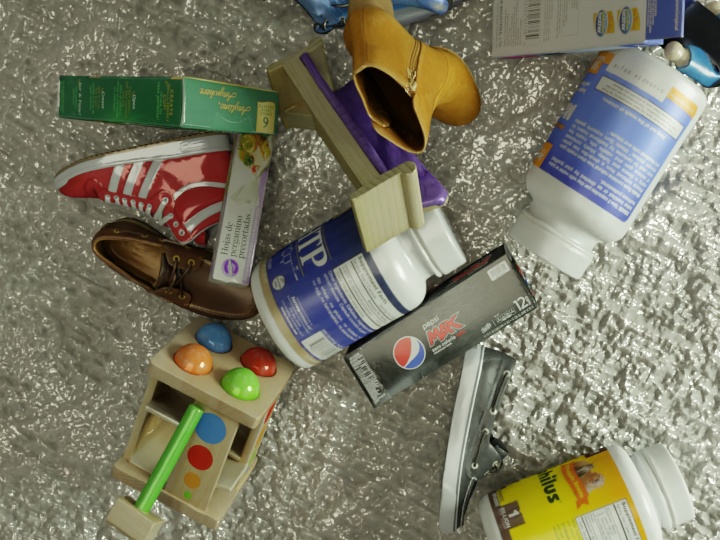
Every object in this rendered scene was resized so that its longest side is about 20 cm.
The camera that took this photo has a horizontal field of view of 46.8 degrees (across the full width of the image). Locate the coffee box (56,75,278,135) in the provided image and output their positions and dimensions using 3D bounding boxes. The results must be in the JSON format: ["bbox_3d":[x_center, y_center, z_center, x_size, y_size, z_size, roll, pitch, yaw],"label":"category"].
[{"bbox_3d":[-0.185,-0.159,0.798,0.197,0.122,0.045,12,100,40],"label":"coffee box"}]

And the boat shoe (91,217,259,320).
[{"bbox_3d":[-0.197,0.005,0.892,0.196,0.068,0.073,23,101,5],"label":"boat shoe"}]

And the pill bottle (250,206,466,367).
[{"bbox_3d":[0.000,0.000,0.834,0.197,0.120,0.121,-30,93,11],"label":"pill bottle"}]

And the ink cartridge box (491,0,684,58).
[{"bbox_3d":[0.202,-0.256,0.736,0.198,0.041,0.123,10,104,50],"label":"ink cartridge box"}]

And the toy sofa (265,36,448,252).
[{"bbox_3d":[-0.003,-0.127,0.780,0.096,0.083,0.202,-28,57,-7],"label":"toy sofa"}]

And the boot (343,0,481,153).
[{"bbox_3d":[0.051,-0.154,0.753,0.070,0.146,0.200,-27,135,28],"label":"boot"}]

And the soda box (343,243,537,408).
[{"bbox_3d":[0.081,0.056,0.854,0.198,0.071,0.064,-33,95,12],"label":"soda box"}]

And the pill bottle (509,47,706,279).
[{"bbox_3d":[0.226,-0.100,0.789,0.111,0.112,0.202,31,102,3],"label":"pill bottle"}]

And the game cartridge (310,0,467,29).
[{"bbox_3d":[0.036,-0.315,0.825,0.195,0.041,0.137,-11,100,10],"label":"game cartridge"}]

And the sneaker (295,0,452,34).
[{"bbox_3d":[-0.009,-0.270,0.793,0.195,0.079,0.091,14,119,4],"label":"sneaker"}]

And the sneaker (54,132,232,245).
[{"bbox_3d":[-0.224,-0.073,0.883,0.195,0.071,0.115,-11,94,8],"label":"sneaker"}]

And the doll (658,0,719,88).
[{"bbox_3d":[0.297,-0.222,0.763,0.200,0.136,0.049,47,140,12],"label":"doll"}]

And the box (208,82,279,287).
[{"bbox_3d":[-0.117,-0.086,0.846,0.038,0.041,0.205,11,83,-14],"label":"box"}]

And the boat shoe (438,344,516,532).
[{"bbox_3d":[0.125,0.180,0.873,0.065,0.070,0.205,10,93,8],"label":"boat shoe"}]

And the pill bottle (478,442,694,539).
[{"bbox_3d":[0.226,0.247,0.838,0.196,0.109,0.111,-23,95,5],"label":"pill bottle"}]

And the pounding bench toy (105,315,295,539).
[{"bbox_3d":[-0.166,0.158,0.832,0.122,0.200,0.159,25,111,4],"label":"pounding bench toy"}]
